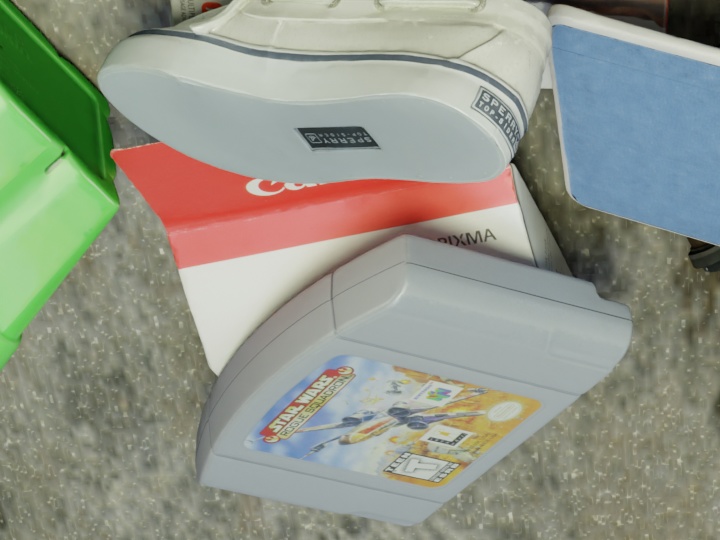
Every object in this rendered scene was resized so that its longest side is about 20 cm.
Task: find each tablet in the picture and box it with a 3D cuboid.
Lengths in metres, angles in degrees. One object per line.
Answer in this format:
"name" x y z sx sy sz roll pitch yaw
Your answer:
"tablet" 0.168 -0.039 0.985 0.199 0.014 0.130 18 151 20

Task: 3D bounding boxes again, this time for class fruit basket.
"fruit basket" -0.225 -0.036 1.047 0.214 0.156 0.217 -4 124 -7

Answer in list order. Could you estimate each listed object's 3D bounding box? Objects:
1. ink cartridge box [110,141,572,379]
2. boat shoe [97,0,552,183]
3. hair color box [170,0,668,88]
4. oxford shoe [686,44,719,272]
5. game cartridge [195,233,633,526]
"ink cartridge box" 0.000 0.000 1.101 0.160 0.050 0.200 -11 152 14
"boat shoe" -0.011 -0.088 0.962 0.201 0.086 0.075 4 147 43
"hair color box" 0.023 -0.132 1.007 0.199 0.064 0.111 -1 132 3
"oxford shoe" 0.179 -0.064 1.052 0.085 0.072 0.200 55 151 13
"game cartridge" 0.012 0.054 1.119 0.133 0.042 0.200 10 147 -27
